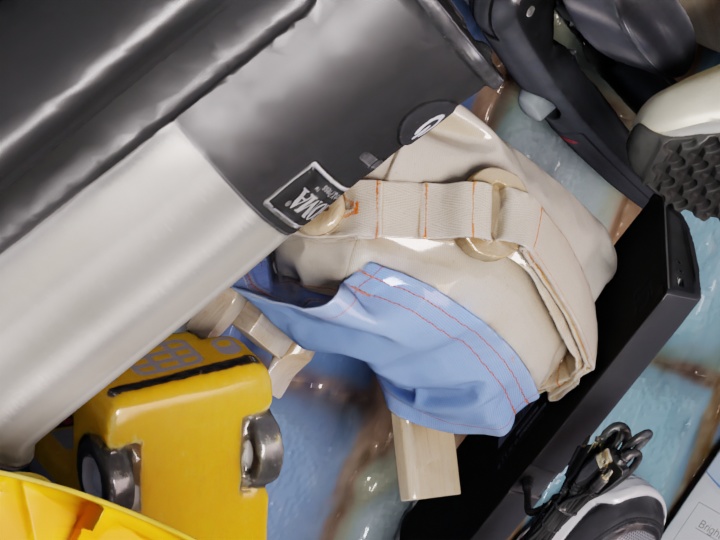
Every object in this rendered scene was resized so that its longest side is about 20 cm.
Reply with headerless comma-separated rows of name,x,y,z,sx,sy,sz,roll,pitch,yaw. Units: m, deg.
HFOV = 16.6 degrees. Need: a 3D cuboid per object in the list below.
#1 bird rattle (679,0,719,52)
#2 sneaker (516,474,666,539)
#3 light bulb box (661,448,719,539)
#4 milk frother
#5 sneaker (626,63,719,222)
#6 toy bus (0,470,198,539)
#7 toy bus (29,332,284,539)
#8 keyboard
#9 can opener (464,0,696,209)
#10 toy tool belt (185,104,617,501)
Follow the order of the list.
bird rattle,0.173,-0.143,0.985,0.162,0.113,0.201,8,119,-34
sneaker,0.094,0.189,1.044,0.200,0.114,0.075,-55,138,-6
light bulb box,0.273,0.120,1.119,0.200,0.198,0.125,-55,140,-7
milk frother,-0.097,-0.084,0.713,0.188,0.200,0.180,-38,153,5
sneaker,0.181,-0.082,0.914,0.199,0.094,0.070,-13,154,-15
toy bus,-0.114,0.159,0.730,0.135,0.192,0.201,26,84,-14
toy bus,-0.075,0.114,0.862,0.065,0.078,0.201,-12,120,-28
keyboard,0.066,0.072,0.913,0.021,0.127,0.200,26,123,-12
can opener,0.093,-0.070,0.947,0.063,0.079,0.200,-43,149,-2
toy tool belt,0.000,0.000,0.848,0.200,0.125,0.123,34,78,-47
